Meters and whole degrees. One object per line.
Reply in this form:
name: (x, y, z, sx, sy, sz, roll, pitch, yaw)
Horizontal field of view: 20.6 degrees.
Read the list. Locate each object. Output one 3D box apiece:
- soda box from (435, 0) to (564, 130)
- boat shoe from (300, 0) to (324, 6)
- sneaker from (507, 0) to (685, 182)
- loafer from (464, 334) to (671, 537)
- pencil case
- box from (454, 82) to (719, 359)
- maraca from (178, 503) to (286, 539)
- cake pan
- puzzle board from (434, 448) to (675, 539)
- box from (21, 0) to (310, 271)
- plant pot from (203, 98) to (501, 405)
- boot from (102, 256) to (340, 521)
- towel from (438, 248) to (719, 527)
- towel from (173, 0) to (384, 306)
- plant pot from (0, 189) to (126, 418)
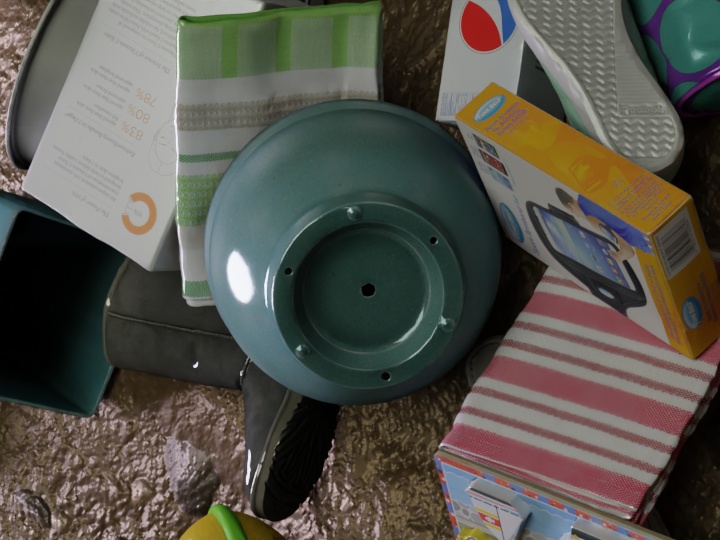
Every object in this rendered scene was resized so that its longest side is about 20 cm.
soda box: (0.106, -0.189, 1.324, 0.063, 0.068, 0.201, 5, 84, 36)
boat shoe: (-0.082, -0.178, 1.451, 0.073, 0.068, 0.200, 20, 92, 35)
sneaker: (0.141, -0.127, 1.251, 0.073, 0.118, 0.201, -20, 71, -3)
loafer: (0.125, 0.118, 1.248, 0.070, 0.070, 0.200, -48, 59, 17)
pencil case: (0.209, -0.197, 1.244, 0.092, 0.085, 0.201, -30, 65, 36)
box: (0.134, -0.037, 1.213, 0.041, 0.119, 0.200, -43, 46, -15)
maraca: (-0.076, 0.245, 1.323, 0.200, 0.106, 0.138, -117, 21, -48)
cake pan: (-0.194, -0.158, 1.460, 0.037, 0.200, 0.201, 27, 97, 9)
puzzle board: (0.136, 0.194, 1.192, 0.199, 0.151, 0.017, 18, 51, 35)
box: (-0.129, -0.116, 1.380, 0.124, 0.097, 0.201, 31, 104, 23)
plant pot: (0.000, 0.000, 1.257, 0.199, 0.134, 0.201, -1, 103, -4)
boot: (-0.108, 0.075, 1.418, 0.199, 0.073, 0.183, 10, 73, 29)
towel: (0.154, 0.061, 1.224, 0.146, 0.030, 0.200, 17, 61, 35)
towel: (-0.051, -0.076, 1.324, 0.031, 0.148, 0.201, -135, 40, -58)
plant pot: (-0.288, 0.003, 1.521, 0.200, 0.141, 0.142, 26, 95, 43)
